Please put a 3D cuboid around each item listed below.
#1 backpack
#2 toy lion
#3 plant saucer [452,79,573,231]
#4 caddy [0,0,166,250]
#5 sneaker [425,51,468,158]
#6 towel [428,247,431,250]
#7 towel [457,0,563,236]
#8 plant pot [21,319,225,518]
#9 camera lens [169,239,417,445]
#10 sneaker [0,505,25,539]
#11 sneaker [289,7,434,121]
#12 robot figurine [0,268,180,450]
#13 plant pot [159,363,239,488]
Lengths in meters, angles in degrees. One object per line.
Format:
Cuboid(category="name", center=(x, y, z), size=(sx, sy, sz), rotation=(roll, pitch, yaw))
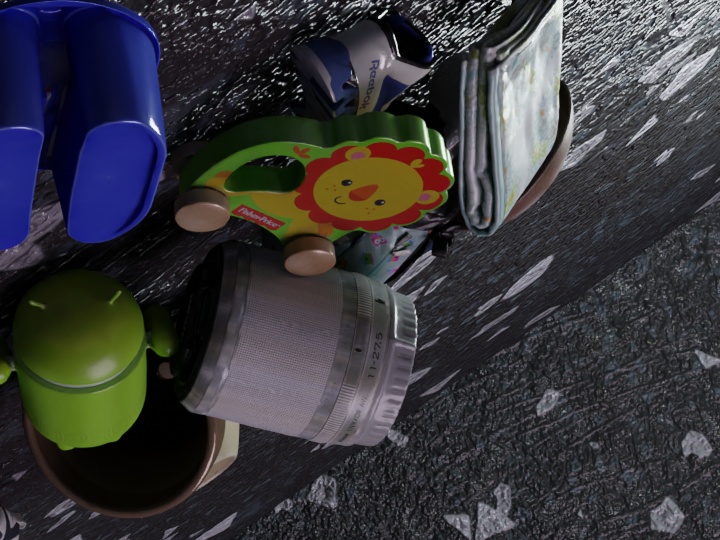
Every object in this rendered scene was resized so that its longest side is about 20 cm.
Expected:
Cuboid(category="backpack", center=(-0.004, -0.057, 1.477), size=(0.126, 0.168, 0.200), rotation=(26, 131, -27))
Cuboid(category="toy lion", center=(-0.030, -0.078, 1.264), size=(0.199, 0.069, 0.191), rotation=(22, 139, -40))
Cuboid(category="plant saucer", center=(0.163, -0.120, 1.646), size=(0.200, 0.037, 0.201), rotation=(-37, -148, 28))
Cuboid(category="caddy", center=(-0.196, -0.095, 0.948), size=(0.140, 0.106, 0.200), rotation=(-6, 157, -20))
Cuboid(category="sneaker", center=(0.102, -0.153, 1.563), size=(0.113, 0.076, 0.200), rotation=(-21, 158, -40))
Cuboid(category="towel", center=(0.050, -0.043, 1.890), size=(0.199, 0.049, 0.112), rotation=(-23, 161, -44))
Cuboid(category="towel", center=(0.147, -0.157, 1.453), size=(0.171, 0.048, 0.201), rotation=(-48, 146, -44))
Cuboid(category="plant pot", center=(-0.222, 0.127, 1.545), size=(0.200, 0.201, 0.175), rotation=(-39, -174, 16))
Cuboid(category="camera lens", center=(-0.066, 0.068, 1.392), size=(0.198, 0.161, 0.160), rotation=(15, 146, -15))
Cuboid(category="sneaker", center=(-0.480, 0.348, 1.805), size=(0.199, 0.079, 0.129), rotation=(-48, 157, 6))
Cuboid(category="sneaker", center=(0.008, -0.156, 1.300), size=(0.115, 0.081, 0.200), rotation=(-31, 165, -11))
Cuboid(category="robot figurine", center=(-0.249, 0.080, 1.354), size=(0.174, 0.116, 0.201), rotation=(-8, 146, -12))
Cuboid(category="plant pot", center=(-0.224, 0.196, 1.840), size=(0.200, 0.135, 0.200), rotation=(-33, 168, -8))
